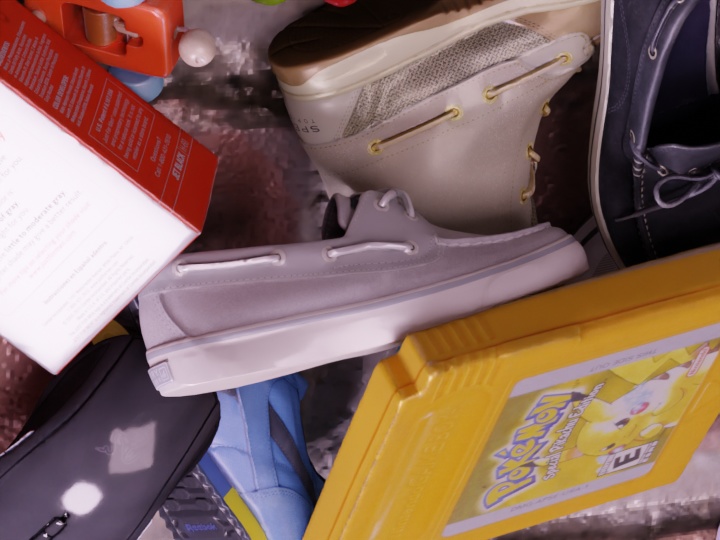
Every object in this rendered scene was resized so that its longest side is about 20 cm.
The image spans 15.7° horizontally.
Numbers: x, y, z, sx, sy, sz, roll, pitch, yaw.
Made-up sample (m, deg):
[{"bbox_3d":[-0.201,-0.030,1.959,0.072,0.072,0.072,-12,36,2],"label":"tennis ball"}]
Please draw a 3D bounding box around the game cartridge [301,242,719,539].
[{"bbox_3d":[0.081,0.065,1.154,0.199,0.033,0.177,-17,150,-26],"label":"game cartridge"}]

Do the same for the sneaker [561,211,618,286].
[{"bbox_3d":[0.192,-0.001,1.213,0.199,0.115,0.076,-17,119,-14],"label":"sneaker"}]

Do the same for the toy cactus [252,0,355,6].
[{"bbox_3d":[-0.062,-0.196,1.045,0.164,0.103,0.201,-4,124,-9],"label":"toy cactus"}]

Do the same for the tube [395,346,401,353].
[{"bbox_3d":[0.012,0.124,1.244,0.077,0.050,0.201,12,114,-18],"label":"tube"}]

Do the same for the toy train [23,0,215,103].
[{"bbox_3d":[-0.127,-0.158,1.011,0.149,0.056,0.201,12,142,16],"label":"toy train"}]

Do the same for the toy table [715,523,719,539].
[{"bbox_3d":[0.279,0.186,1.335,0.199,0.117,0.184,28,101,-29],"label":"toy table"}]

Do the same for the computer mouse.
[{"bbox_3d":[-0.117,0.128,1.137,0.140,0.046,0.200,43,114,-15],"label":"computer mouse"}]

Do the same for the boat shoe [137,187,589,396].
[{"bbox_3d":[0.000,0.000,1.104,0.199,0.072,0.069,-14,86,-13],"label":"boat shoe"}]

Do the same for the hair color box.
[{"bbox_3d":[-0.165,-0.059,1.034,0.200,0.061,0.101,38,119,-19],"label":"hair color box"}]

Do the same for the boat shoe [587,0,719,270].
[{"bbox_3d":[0.141,-0.060,1.121,0.074,0.062,0.201,-22,129,-22],"label":"boat shoe"}]

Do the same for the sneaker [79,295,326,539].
[{"bbox_3d":[-0.074,0.043,1.167,0.078,0.066,0.201,-44,118,-34],"label":"sneaker"}]

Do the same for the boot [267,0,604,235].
[{"bbox_3d":[0.070,-0.064,1.162,0.199,0.072,0.156,-20,119,-7],"label":"boot"}]
